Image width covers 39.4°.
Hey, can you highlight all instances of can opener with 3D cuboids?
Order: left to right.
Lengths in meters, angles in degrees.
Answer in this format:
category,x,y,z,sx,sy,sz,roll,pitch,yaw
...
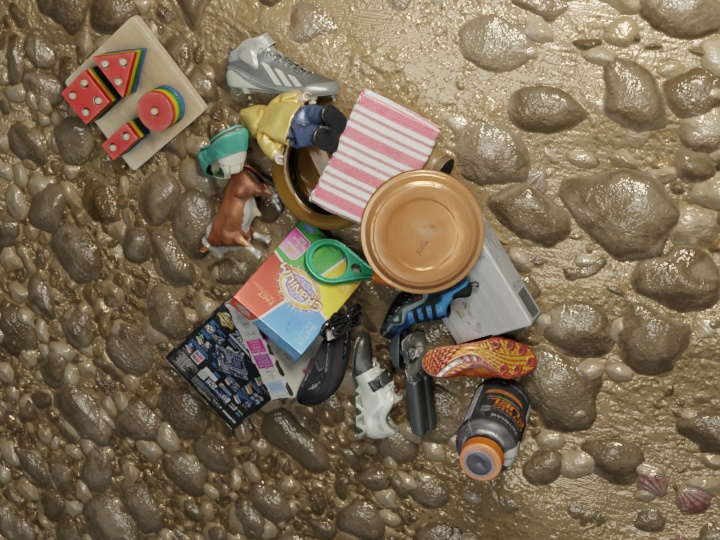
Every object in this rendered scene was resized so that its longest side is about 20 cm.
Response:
category,x,y,z,sx,sy,sz,roll,pitch,yaw
can opener,0.095,0.198,1.817,0.067,0.053,0.201,19,123,48

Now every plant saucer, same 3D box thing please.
category,x,y,z,sx,sy,sz,roll,pitch,yaw
plant saucer,0.098,-0.060,1.600,0.199,0.032,0.202,0,103,1

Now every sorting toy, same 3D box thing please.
category,x,y,z,sx,sy,sz,roll,pitch,yaw
sorting toy,-0.405,-0.301,1.758,0.198,0.070,0.200,-33,98,28

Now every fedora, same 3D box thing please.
category,x,y,z,sx,sy,sz,roll,pitch,yaw
fedora,-0.052,-0.170,1.682,0.199,0.082,0.202,7,109,20

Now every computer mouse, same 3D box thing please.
category,x,y,z,sx,sy,sz,roll,pitch,yaw
computer mouse,-0.050,0.161,1.749,0.053,0.138,0.201,31,114,16

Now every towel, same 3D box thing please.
category,x,y,z,sx,sy,sz,roll,pitch,yaw
towel,0.023,-0.170,1.605,0.146,0.030,0.201,24,101,-15

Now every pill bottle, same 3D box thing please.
category,x,y,z,sx,sy,sz,roll,pitch,yaw
pill bottle,0.223,0.273,1.708,0.106,0.200,0.107,7,115,16

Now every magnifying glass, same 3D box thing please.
category,x,y,z,sx,sy,sz,roll,pitch,yaw
magnifying glass,0.000,0.000,1.734,0.199,0.080,0.022,17,157,-10

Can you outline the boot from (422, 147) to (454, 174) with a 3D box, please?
category,x,y,z,sx,sy,sz,roll,pitch,yaw
boot,0.078,-0.120,1.674,0.075,0.074,0.201,36,113,18

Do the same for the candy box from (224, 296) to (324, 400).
category,x,y,z,sx,sy,sz,roll,pitch,yaw
candy box,-0.143,0.112,1.801,0.061,0.136,0.201,-13,107,40

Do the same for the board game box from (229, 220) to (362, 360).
category,x,y,z,sx,sy,sz,roll,pitch,yaw
board game box,-0.103,0.030,1.727,0.153,0.200,0.040,40,153,-1

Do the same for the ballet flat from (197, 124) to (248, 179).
category,x,y,z,sx,sy,sz,roll,pitch,yaw
ballet flat,-0.224,-0.192,1.692,0.200,0.067,0.071,-10,100,68

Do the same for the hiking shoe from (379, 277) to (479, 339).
category,x,y,z,sx,sy,sz,roll,pitch,yaw
hiking shoe,0.107,0.066,1.702,0.087,0.075,0.200,36,130,-8

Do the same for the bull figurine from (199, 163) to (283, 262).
category,x,y,z,sx,sy,sz,roll,pitch,yaw
bull figurine,-0.211,-0.089,1.784,0.121,0.065,0.201,24,119,6

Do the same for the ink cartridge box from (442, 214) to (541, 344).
category,x,y,z,sx,sy,sz,roll,pitch,yaw
ink cartridge box,0.186,0.020,1.704,0.173,0.044,0.201,-21,105,48

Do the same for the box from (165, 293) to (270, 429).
category,x,y,z,sx,sy,sz,roll,pitch,yaw
box,-0.242,0.176,1.918,0.200,0.050,0.198,47,118,-4

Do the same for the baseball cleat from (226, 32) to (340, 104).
category,x,y,z,sx,sy,sz,roll,pitch,yaw
baseball cleat,-0.129,-0.333,1.647,0.199,0.070,0.107,6,108,13

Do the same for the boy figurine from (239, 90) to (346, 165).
category,x,y,z,sx,sy,sz,roll,pitch,yaw
boy figurine,-0.119,-0.227,1.603,0.199,0.064,0.125,10,79,42

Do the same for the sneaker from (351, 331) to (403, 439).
category,x,y,z,sx,sy,sz,roll,pitch,yaw
sneaker,0.033,0.205,1.814,0.088,0.074,0.201,-3,102,15

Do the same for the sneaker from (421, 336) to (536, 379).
category,x,y,z,sx,sy,sz,roll,pitch,yaw
sneaker,0.205,0.152,1.746,0.199,0.077,0.073,1,84,5
